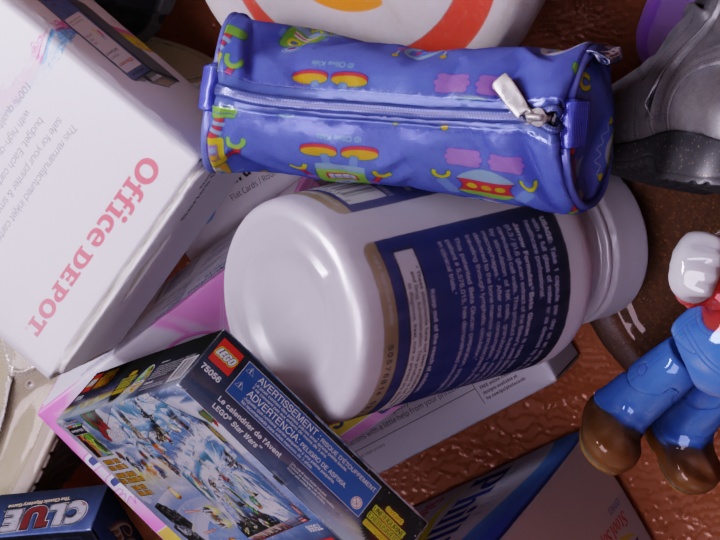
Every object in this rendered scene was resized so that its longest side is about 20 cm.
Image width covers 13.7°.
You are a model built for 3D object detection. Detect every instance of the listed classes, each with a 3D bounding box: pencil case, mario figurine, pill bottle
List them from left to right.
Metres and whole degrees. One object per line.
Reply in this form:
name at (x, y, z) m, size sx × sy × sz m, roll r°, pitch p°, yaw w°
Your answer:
pencil case at (0.021, -0.074, 1.389) m, size 0.199 × 0.087 × 0.078 m, roll 6°, pitch 86°, yaw 16°
pill bottle at (0.042, 0.002, 1.466) m, size 0.111 × 0.199 × 0.112 m, roll 21°, pitch 117°, yaw 48°
mario figurine at (0.190, 0.037, 1.447) m, size 0.106 × 0.123 × 0.200 m, roll 46°, pitch 125°, yaw 16°

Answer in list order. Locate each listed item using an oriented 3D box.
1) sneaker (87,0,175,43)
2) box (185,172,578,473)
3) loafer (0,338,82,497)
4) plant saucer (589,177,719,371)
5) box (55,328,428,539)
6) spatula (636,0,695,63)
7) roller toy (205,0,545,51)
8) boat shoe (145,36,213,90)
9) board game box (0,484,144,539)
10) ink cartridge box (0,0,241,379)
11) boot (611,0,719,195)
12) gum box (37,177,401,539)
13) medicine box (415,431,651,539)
sneaker at (-0.113, -0.214, 1.548) m, size 0.079 × 0.075 × 0.201 m, roll 41°, pitch 108°, yaw 41°
box at (0.000, 0.000, 1.600) m, size 0.156 × 0.041 × 0.201 m, roll -29°, pitch 95°, yaw 30°
loafer at (-0.177, 0.053, 1.683) m, size 0.068 × 0.076 × 0.201 m, roll 28°, pitch 109°, yaw 13°
plant saucer at (0.193, -0.005, 1.516) m, size 0.199 × 0.037 × 0.201 m, roll 8°, pitch 112°, yaw 20°
box at (-0.062, 0.098, 1.471) m, size 0.137 × 0.040 × 0.200 m, roll 45°, pitch 159°, yaw -11°
spatula at (0.212, -0.078, 1.442) m, size 0.200 × 0.020 × 0.057 m, roll 38°, pitch 120°, yaw 33°
roller toy at (0.013, -0.185, 1.465) m, size 0.200 × 0.140 × 0.183 m, roll 32°, pitch 124°, yaw -1°
boat shoe at (-0.166, -0.101, 1.614) m, size 0.199 × 0.074 × 0.066 m, roll 15°, pitch 117°, yaw 20°
board game box at (-0.162, 0.205, 1.706) m, size 0.135 × 0.035 × 0.200 m, roll -7°, pitch 131°, yaw 26°
ink cartridge box at (-0.174, -0.066, 1.509) m, size 0.200 × 0.087 × 0.146 m, roll 40°, pitch 110°, yaw 11°
boot at (0.159, -0.105, 1.422) m, size 0.200 × 0.070 × 0.132 m, roll 15°, pitch 92°, yaw 63°
gum box at (-0.058, 0.049, 1.570) m, size 0.200 × 0.066 × 0.114 m, roll -36°, pitch 105°, yaw 31°
medicine box at (0.037, 0.195, 1.575) m, size 0.200 × 0.182 × 0.103 m, roll -29°, pitch 97°, yaw 29°
